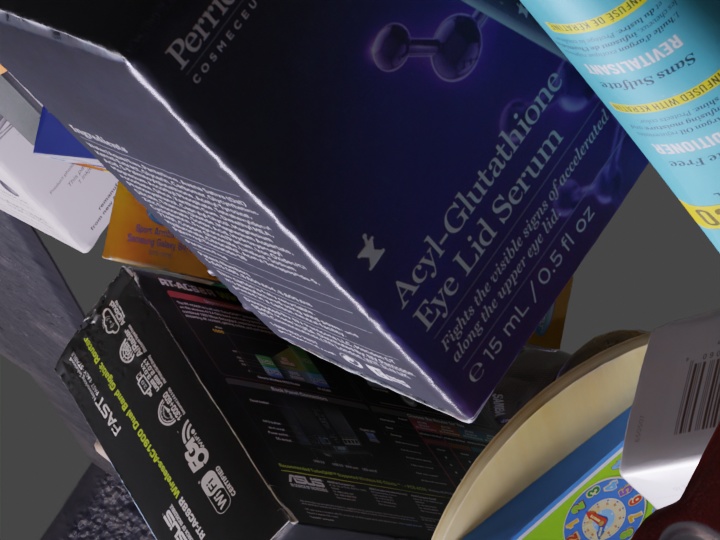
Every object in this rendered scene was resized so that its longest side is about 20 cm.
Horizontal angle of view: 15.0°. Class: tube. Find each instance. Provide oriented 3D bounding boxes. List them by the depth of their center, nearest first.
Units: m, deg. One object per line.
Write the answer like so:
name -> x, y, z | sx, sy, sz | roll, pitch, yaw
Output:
tube -> 0.108, -0.056, 0.848 | 0.077, 0.051, 0.200 | -11, 141, 36

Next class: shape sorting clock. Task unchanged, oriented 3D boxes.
shape sorting clock -> 0.110, 0.106, 1.123 | 0.039, 0.200, 0.200 | 42, 176, 45

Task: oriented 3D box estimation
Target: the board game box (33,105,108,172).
board game box -> -0.039, -0.052, 1.147 | 0.134, 0.045, 0.200 | 13, 178, -26

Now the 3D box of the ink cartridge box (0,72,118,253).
ink cartridge box -> -0.211, -0.112, 1.401 | 0.145, 0.084, 0.200 | 26, 165, 35

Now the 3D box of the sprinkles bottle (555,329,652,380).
sprinkles bottle -> 0.154, 0.103, 1.284 | 0.068, 0.068, 0.200 | 25, 165, 38

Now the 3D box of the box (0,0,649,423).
box -> -0.007, -0.074, 0.851 | 0.104, 0.148, 0.200 | 22, 163, 46

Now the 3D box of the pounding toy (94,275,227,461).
pounding toy -> -0.037, 0.041, 1.353 | 0.142, 0.185, 0.200 | 2, 147, 49

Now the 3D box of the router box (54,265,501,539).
router box -> -0.013, 0.083, 1.148 | 0.200, 0.062, 0.150 | 14, -148, -46

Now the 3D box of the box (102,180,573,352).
box -> 0.000, 0.000, 1.200 | 0.119, 0.042, 0.200 | 10, 180, 43

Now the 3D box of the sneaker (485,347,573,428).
sneaker -> 0.049, 0.095, 1.283 | 0.075, 0.200, 0.071 | 7, 126, 46

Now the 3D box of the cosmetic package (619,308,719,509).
cosmetic package -> 0.201, 0.095, 1.054 | 0.101, 0.074, 0.200 | -13, 137, 41

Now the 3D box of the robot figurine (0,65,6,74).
robot figurine -> -0.164, -0.142, 0.919 | 0.143, 0.117, 0.200 | -21, 122, 31

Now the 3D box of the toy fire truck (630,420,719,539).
toy fire truck -> 0.197, 0.094, 0.882 | 0.200, 0.168, 0.112 | 30, 168, 3
